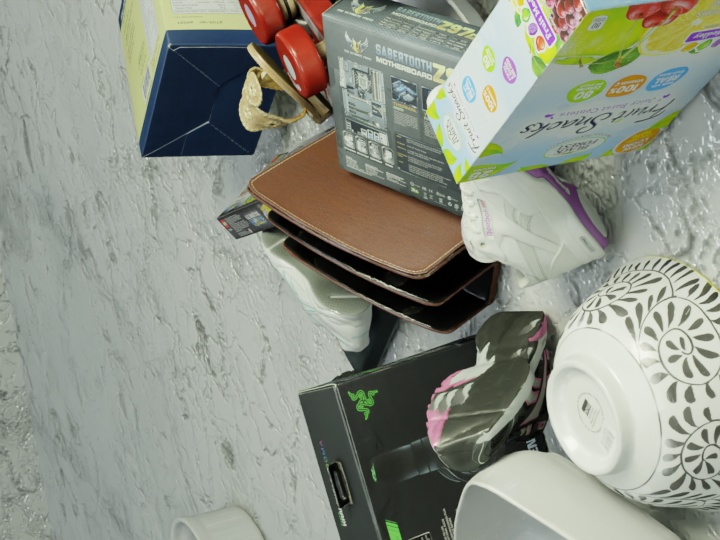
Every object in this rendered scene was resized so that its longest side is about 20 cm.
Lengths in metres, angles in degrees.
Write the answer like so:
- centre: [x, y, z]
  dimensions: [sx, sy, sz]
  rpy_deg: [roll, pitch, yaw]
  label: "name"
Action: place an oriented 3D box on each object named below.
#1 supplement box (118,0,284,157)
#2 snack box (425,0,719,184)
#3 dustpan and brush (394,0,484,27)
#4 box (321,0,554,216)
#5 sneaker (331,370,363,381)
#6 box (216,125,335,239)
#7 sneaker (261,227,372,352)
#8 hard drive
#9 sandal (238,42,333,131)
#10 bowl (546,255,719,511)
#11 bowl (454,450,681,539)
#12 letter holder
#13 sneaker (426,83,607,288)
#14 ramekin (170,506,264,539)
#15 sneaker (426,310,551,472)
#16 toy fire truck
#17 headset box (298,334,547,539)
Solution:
- centre: [-0.178, -0.263, 1.455]
  dimensions: [0.200, 0.133, 0.201]
  rpy_deg: [119, 142, -55]
  label: "supplement box"
- centre: [0.158, -0.142, 0.860]
  dimensions: [0.068, 0.168, 0.200]
  rpy_deg: [69, 154, 18]
  label: "snack box"
- centre: [0.087, -0.168, 1.102]
  dimensions: [0.199, 0.057, 0.140]
  rpy_deg: [20, 124, 24]
  label: "dustpan and brush"
- centre: [0.064, -0.129, 1.084]
  dimensions: [0.199, 0.051, 0.158]
  rpy_deg: [23, 139, 31]
  label: "box"
- centre: [0.033, 0.203, 1.424]
  dimensions: [0.088, 0.075, 0.200]
  rpy_deg: [83, 161, -50]
  label: "sneaker"
- centre: [-0.080, -0.092, 1.410]
  dimensions: [0.035, 0.110, 0.200]
  rpy_deg: [46, 161, -13]
  label: "box"
- centre: [-0.049, 0.013, 1.389]
  dimensions: [0.200, 0.070, 0.081]
  rpy_deg: [52, 158, 44]
  label: "sneaker"
- centre: [0.000, 0.000, 1.399]
  dimensions: [0.140, 0.033, 0.200]
  rpy_deg: [61, 150, 27]
  label: "hard drive"
- centre: [-0.085, -0.163, 1.312]
  dimensions: [0.078, 0.070, 0.212]
  rpy_deg: [50, -171, 10]
  label: "sandal"
- centre: [0.201, 0.097, 0.986]
  dimensions: [0.201, 0.094, 0.202]
  rpy_deg: [41, 139, 49]
  label: "bowl"
- centre: [0.176, 0.232, 1.055]
  dimensions: [0.199, 0.075, 0.201]
  rpy_deg: [33, 151, 21]
  label: "bowl"
- centre: [0.007, -0.024, 1.180]
  dimensions: [0.199, 0.142, 0.101]
  rpy_deg: [28, 131, 28]
  label: "letter holder"
- centre: [0.102, -0.055, 0.995]
  dimensions: [0.200, 0.099, 0.075]
  rpy_deg: [44, -154, -30]
  label: "sneaker"
- centre: [-0.200, 0.449, 1.961]
  dimensions: [0.200, 0.097, 0.202]
  rpy_deg: [41, 139, 49]
  label: "ramekin"
- centre: [0.123, 0.112, 1.085]
  dimensions: [0.080, 0.200, 0.087]
  rpy_deg: [-8, 112, 32]
  label: "sneaker"
- centre: [-0.032, -0.214, 1.284]
  dimensions: [0.200, 0.112, 0.168]
  rpy_deg: [55, 168, 33]
  label: "toy fire truck"
- centre: [0.056, 0.164, 1.188]
  dimensions: [0.093, 0.199, 0.175]
  rpy_deg: [-21, 84, 64]
  label: "headset box"
